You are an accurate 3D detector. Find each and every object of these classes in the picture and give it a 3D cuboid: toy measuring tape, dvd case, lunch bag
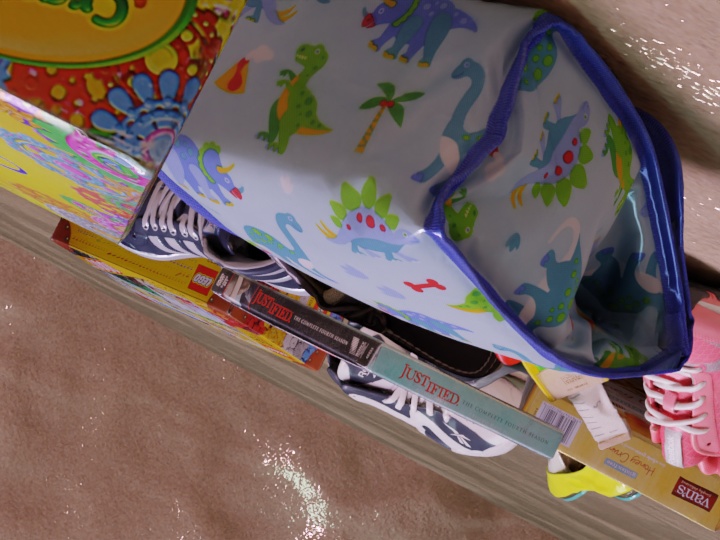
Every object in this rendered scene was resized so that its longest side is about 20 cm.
[{"bbox_3d":[0.116,0.038,1.413,0.073,0.074,0.200,22,165,29],"label":"toy measuring tape"},{"bbox_3d":[0.013,0.053,1.453,0.146,0.022,0.200,27,177,-31],"label":"dvd case"},{"bbox_3d":[0.034,-0.032,0.997,0.169,0.128,0.200,20,161,38],"label":"lunch bag"}]

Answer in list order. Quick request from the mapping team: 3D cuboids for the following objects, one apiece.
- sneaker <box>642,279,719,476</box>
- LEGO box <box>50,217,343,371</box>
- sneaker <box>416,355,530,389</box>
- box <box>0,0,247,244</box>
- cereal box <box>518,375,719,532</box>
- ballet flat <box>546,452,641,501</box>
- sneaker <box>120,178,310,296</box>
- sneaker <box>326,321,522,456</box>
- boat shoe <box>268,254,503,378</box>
[{"bbox_3d":[0.183,0.061,1.304,0.073,0.087,0.200,20,171,34],"label":"sneaker"},{"bbox_3d":[-0.128,-0.005,1.987,0.199,0.078,0.149,21,171,34],"label":"LEGO box"},{"bbox_3d":[0.059,0.022,1.533,0.114,0.077,0.199,29,169,-13],"label":"sneaker"},{"bbox_3d":[-0.080,-0.136,0.357,0.199,0.194,0.122,27,173,-5],"label":"box"},{"bbox_3d":[0.175,0.099,1.592,0.143,0.040,0.200,26,-169,2],"label":"cereal box"},{"bbox_3d":[0.201,0.162,2.143,0.067,0.067,0.200,48,167,-7],"label":"ballet flat"},{"bbox_3d":[-0.116,-0.038,1.719,0.199,0.071,0.108,17,176,17],"label":"sneaker"},{"bbox_3d":[0.042,0.095,2.088,0.129,0.080,0.199,21,-171,-48],"label":"sneaker"},{"bbox_3d":[0.000,0.000,1.424,0.200,0.072,0.065,41,-150,3],"label":"boat shoe"}]
